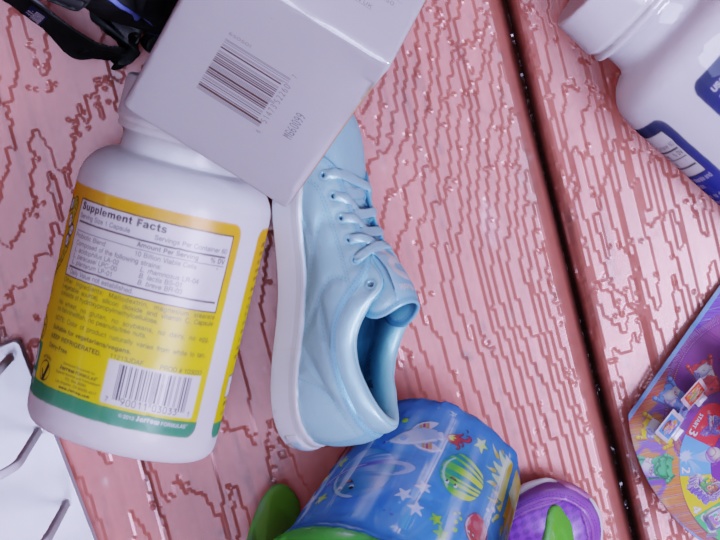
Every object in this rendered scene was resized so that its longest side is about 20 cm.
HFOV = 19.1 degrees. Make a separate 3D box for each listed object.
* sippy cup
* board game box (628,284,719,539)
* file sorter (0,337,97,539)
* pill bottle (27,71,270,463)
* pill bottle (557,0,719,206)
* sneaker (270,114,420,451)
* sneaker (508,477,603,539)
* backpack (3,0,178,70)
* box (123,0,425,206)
[{"bbox_3d":[0.027,0.148,1.203,0.177,0.140,0.131,24,56,6],"label":"sippy cup"},{"bbox_3d":[0.252,0.072,1.222,0.158,0.039,0.201,36,90,18],"label":"board game box"},{"bbox_3d":[-0.228,0.164,1.207,0.138,0.125,0.201,-20,98,1],"label":"file sorter"},{"bbox_3d":[-0.113,-0.004,1.197,0.112,0.113,0.202,13,96,-4],"label":"pill bottle"},{"bbox_3d":[0.213,-0.106,1.195,0.200,0.120,0.120,41,94,-7],"label":"pill bottle"},{"bbox_3d":[0.000,0.000,1.200,0.081,0.074,0.202,-3,84,28],"label":"sneaker"},{"bbox_3d":[0.079,0.216,1.243,0.080,0.088,0.201,33,93,-4],"label":"sneaker"},{"bbox_3d":[-0.167,-0.220,1.139,0.190,0.200,0.155,30,85,4],"label":"backpack"},{"bbox_3d":[-0.019,-0.165,1.120,0.106,0.152,0.201,31,57,-6],"label":"box"}]
